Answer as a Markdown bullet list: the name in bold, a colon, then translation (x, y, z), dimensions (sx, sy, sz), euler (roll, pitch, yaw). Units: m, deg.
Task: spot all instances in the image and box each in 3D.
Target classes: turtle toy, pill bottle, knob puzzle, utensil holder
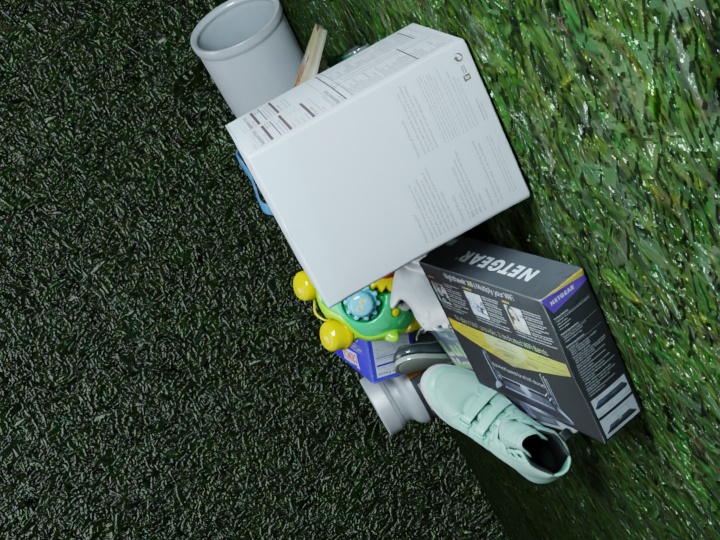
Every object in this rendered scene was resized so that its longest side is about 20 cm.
- **turtle toy**: translation (0.000, 0.000, 1.277), dimensions (0.200, 0.145, 0.101), euler (60, 144, 25)
- **pill bottle**: translation (0.107, 0.151, 1.557), dimensions (0.117, 0.200, 0.116), euler (59, 176, 7)
- **knob puzzle**: translation (-0.067, -0.183, 1.231), dimensions (0.030, 0.220, 0.220), euler (19, -176, -10)
- **utensil holder**: translation (-0.175, -0.356, 1.853), dimensions (0.200, 0.170, 0.170), euler (60, 178, -40)

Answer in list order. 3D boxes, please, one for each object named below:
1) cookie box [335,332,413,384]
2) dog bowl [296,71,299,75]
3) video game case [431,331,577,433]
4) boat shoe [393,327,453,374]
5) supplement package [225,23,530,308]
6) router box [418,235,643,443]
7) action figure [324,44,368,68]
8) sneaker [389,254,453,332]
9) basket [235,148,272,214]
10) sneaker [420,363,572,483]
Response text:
- **cookie box**: translation (0.005, 0.037, 1.494), dimensions (0.171, 0.075, 0.201), euler (-151, 49, -67)
- **dog bowl**: translation (-0.022, -0.220, 1.587), dimensions (0.200, 0.059, 0.200), euler (61, 177, 5)
- **video game case**: translation (0.161, 0.109, 1.275), dimensions (0.182, 0.023, 0.200), euler (54, 162, -15)
- **boat shoe**: translation (0.091, 0.099, 1.414), dimensions (0.200, 0.073, 0.062), euler (3, -111, -63)
- **supplement package**: translation (0.011, -0.099, 0.932), dimensions (0.152, 0.200, 0.151), euler (63, 176, -23)
- **router box**: translation (0.153, 0.057, 0.981), dimensions (0.200, 0.052, 0.158), euler (21, 143, 60)
- **action figure**: translation (0.026, -0.175, 1.290), dimensions (0.200, 0.055, 0.118), euler (66, 173, -16)
- **sneaker**: translation (0.110, 0.035, 1.161), dimensions (0.074, 0.087, 0.200), euler (10, -169, -41)
- **basket**: translation (-0.057, -0.156, 1.402), dimensions (0.176, 0.199, 0.139), euler (-119, 10, -51)
- **sneaker**: translation (0.163, 0.171, 1.238), dimensions (0.200, 0.074, 0.118), euler (37, 167, 4)
